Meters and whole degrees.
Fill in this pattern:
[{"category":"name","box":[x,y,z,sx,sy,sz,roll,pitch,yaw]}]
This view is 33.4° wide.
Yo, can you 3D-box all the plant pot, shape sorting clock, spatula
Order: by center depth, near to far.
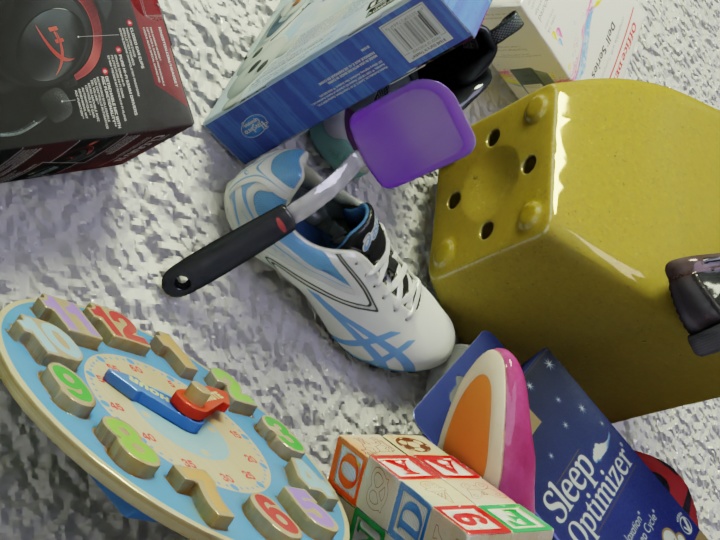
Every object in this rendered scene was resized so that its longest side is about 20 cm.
[{"category":"shape sorting clock","box":[-0.086,0.073,0.576,0.199,0.200,0.040,27,97,-38]},{"category":"spatula","box":[-0.028,-0.042,0.684,0.199,0.021,0.057,-33,118,-4]},{"category":"plant pot","box":[0.159,-0.025,0.853,0.199,0.193,0.198,27,58,-32]}]

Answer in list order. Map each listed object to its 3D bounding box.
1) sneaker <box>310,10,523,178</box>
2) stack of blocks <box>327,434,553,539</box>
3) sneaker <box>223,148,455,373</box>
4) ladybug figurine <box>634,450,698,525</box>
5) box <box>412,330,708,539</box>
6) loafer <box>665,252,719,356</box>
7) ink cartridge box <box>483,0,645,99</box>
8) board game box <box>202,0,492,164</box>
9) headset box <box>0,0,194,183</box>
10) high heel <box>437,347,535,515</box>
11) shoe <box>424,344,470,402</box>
[{"category":"sneaker","box":[0.056,-0.155,0.816,0.078,0.139,0.202,41,50,-28]},{"category":"stack of blocks","box":[0.018,0.201,0.624,0.058,0.115,0.203,6,103,-36]},{"category":"sneaker","box":[0.000,0.000,0.755,0.200,0.072,0.073,41,48,-31]},{"category":"ladybug figurine","box":[0.201,0.201,0.875,0.137,0.071,0.200,58,31,-16]},{"category":"box","box":[0.127,0.131,0.738,0.200,0.032,0.121,49,39,1]},{"category":"loafer","box":[0.267,-0.013,0.771,0.199,0.072,0.063,-28,85,-37]},{"category":"ink cartridge box","box":[0.163,-0.193,0.956,0.200,0.067,0.118,41,64,-45]},{"category":"board game box","box":[0.014,-0.175,0.735,0.043,0.199,0.200,43,49,-24]},{"category":"headset box","box":[-0.181,-0.124,0.601,0.199,0.074,0.151,-17,89,-48]},{"category":"high heel","box":[0.094,0.143,0.668,0.095,0.067,0.203,1,94,-26]},{"category":"shoe","box":[0.109,0.145,0.792,0.090,0.071,0.202,16,44,-41]}]
